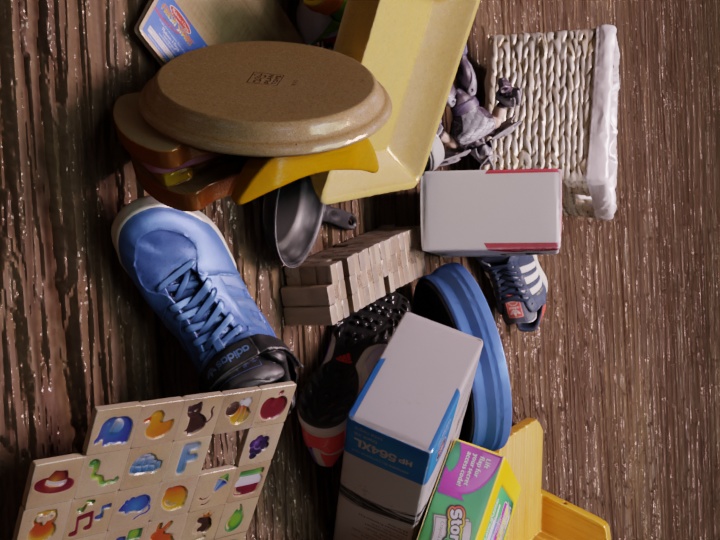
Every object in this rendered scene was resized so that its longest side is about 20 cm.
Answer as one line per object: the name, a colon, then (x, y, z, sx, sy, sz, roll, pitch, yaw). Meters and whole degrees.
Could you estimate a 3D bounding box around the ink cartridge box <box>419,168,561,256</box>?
ink cartridge box: (0.148, -0.059, 1.071, 0.200, 0.143, 0.085, 7, 82, -78)

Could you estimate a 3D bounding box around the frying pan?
frying pan: (-0.045, -0.072, 0.902, 0.190, 0.030, 0.117, -42, 139, -63)

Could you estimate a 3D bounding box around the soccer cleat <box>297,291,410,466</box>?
soccer cleat: (-0.005, 0.098, 0.952, 0.201, 0.067, 0.074, -60, 157, -44)

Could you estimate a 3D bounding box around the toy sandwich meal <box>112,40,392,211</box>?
toy sandwich meal: (-0.074, -0.105, 0.712, 0.205, 0.203, 0.071, -44, 145, -50)

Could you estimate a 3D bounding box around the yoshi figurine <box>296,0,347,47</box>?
yoshi figurine: (0.002, -0.271, 0.931, 0.199, 0.111, 0.114, 10, 72, -63)

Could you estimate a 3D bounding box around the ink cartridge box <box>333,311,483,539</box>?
ink cartridge box: (0.042, 0.167, 0.920, 0.147, 0.083, 0.202, -57, 162, -45)

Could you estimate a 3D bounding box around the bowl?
bowl: (0.102, 0.094, 1.030, 0.200, 0.039, 0.204, 167, -90, -78)

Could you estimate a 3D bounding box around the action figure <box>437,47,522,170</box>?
action figure: (0.113, -0.203, 1.121, 0.129, 0.069, 0.202, -29, 107, -12)

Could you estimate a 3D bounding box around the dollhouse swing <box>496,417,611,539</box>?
dollhouse swing: (0.253, 0.318, 1.273, 0.199, 0.180, 0.178, -9, 117, -58)

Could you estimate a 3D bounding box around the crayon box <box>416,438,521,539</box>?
crayon box: (0.090, 0.278, 0.927, 0.202, 0.058, 0.173, -68, 158, -15)

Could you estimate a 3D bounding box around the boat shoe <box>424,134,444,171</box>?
boat shoe: (0.026, -0.148, 1.008, 0.064, 0.070, 0.200, -54, 145, -6)

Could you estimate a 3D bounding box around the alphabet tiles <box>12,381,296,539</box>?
alphabet tiles: (-0.143, 0.158, 0.674, 0.198, 0.008, 0.169, -1, 118, -45)

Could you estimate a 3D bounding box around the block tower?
block tower: (0.000, 0.000, 0.960, 0.199, 0.057, 0.055, -28, 113, -57)

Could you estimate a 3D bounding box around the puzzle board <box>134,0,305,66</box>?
puzzle board: (-0.106, -0.184, 0.831, 0.200, 0.017, 0.152, 52, 48, -44)

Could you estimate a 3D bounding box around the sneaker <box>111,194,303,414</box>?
sneaker: (-0.106, 0.039, 0.720, 0.076, 0.111, 0.201, -32, 132, -6)

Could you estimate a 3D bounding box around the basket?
basket: (0.247, -0.179, 1.244, 0.198, 0.158, 0.203, 32, 61, -71)

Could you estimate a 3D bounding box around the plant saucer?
plant saucer: (0.023, -0.168, 0.863, 0.199, 0.048, 0.203, -18, 129, -61)

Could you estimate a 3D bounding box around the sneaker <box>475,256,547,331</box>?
sneaker: (0.198, 0.020, 1.268, 0.200, 0.074, 0.086, 40, 51, -52)
